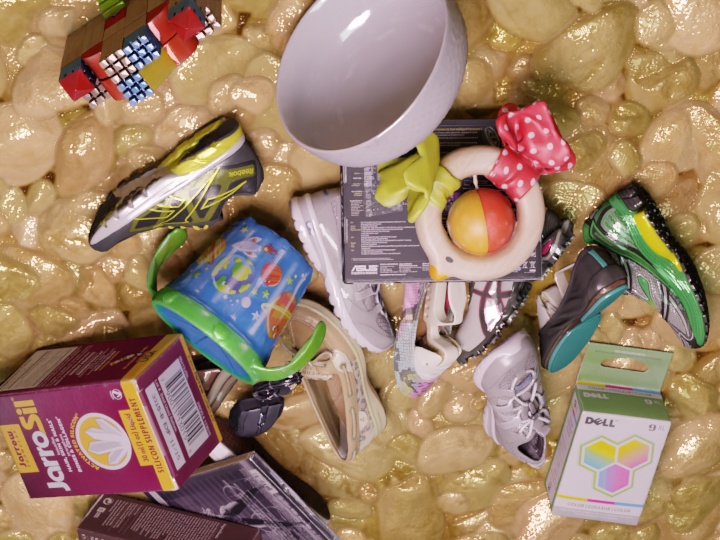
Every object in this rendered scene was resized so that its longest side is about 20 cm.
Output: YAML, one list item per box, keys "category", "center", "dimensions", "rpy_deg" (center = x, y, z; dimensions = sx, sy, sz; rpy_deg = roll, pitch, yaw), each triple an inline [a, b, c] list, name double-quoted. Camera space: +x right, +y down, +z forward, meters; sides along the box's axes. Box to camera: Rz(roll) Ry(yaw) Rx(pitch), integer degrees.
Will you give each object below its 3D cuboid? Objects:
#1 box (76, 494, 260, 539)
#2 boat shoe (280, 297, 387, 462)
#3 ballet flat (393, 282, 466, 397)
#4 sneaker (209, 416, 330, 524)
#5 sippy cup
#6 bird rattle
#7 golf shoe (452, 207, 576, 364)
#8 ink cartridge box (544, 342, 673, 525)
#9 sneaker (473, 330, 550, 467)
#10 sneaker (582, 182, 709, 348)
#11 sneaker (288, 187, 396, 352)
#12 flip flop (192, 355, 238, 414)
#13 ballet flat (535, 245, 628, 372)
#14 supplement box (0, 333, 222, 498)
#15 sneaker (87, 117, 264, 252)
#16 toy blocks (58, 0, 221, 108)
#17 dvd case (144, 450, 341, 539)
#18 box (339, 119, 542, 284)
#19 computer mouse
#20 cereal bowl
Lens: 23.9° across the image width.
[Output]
- category: "box"
  center: [-0.209, 0.325, 1.888]
  dimensions: [0.198, 0.075, 0.101]
  rpy_deg: [8, 123, 19]
- category: "boat shoe"
  center: [-0.031, 0.117, 1.810]
  dimensions: [0.073, 0.063, 0.201]
  rpy_deg: [6, 134, 43]
- category: "ballet flat"
  center: [0.077, 0.052, 1.776]
  dimensions: [0.069, 0.071, 0.202]
  rpy_deg: [-15, 119, -40]
- category: "sneaker"
  center: [-0.125, 0.245, 1.888]
  dimensions: [0.084, 0.073, 0.200]
  rpy_deg: [-38, 118, 14]
- category: "sippy cup"
  center: [-0.121, 0.023, 1.713]
  dimensions: [0.178, 0.139, 0.131]
  rpy_deg: [41, 76, -14]
- category: "bird rattle"
  center: [0.117, -0.074, 1.640]
  dimensions: [0.198, 0.113, 0.165]
  rpy_deg: [-12, 100, -18]
- category: "golf shoe"
  center: [0.142, 0.008, 1.781]
  dimensions: [0.088, 0.077, 0.201]
  rpy_deg: [35, 115, 4]
- category: "ink cartridge box"
  center: [0.280, 0.184, 1.890]
  dimensions: [0.103, 0.059, 0.202]
  rpy_deg: [8, 120, -9]
- category: "sneaker"
  center: [0.175, 0.136, 1.797]
  dimensions: [0.074, 0.082, 0.201]
  rpy_deg: [-36, 148, -13]
- category: "sneaker"
  center: [0.304, 0.003, 1.785]
  dimensions: [0.085, 0.078, 0.201]
  rpy_deg: [-29, 110, 20]
- category: "sneaker"
  center: [0.000, 0.000, 1.752]
  dimensions: [0.081, 0.075, 0.201]
  rpy_deg: [-24, 122, 6]
- category: "flip flop"
  center: [-0.160, 0.112, 1.811]
  dimensions: [0.057, 0.081, 0.200]
  rpy_deg: [40, 111, -4]
- category: "ballet flat"
  center: [0.226, 0.035, 1.785]
  dimensions: [0.068, 0.069, 0.200]
  rpy_deg: [-24, 160, -27]
- category: "supplement box"
  center: [-0.264, 0.151, 1.753]
  dimensions: [0.198, 0.103, 0.132]
  rpy_deg: [-8, 112, 31]
- category: "sneaker"
  center: [-0.183, -0.066, 1.697]
  dimensions: [0.199, 0.075, 0.085]
  rpy_deg: [-32, 115, 14]
- category: "toy blocks"
  center: [-0.204, -0.209, 1.576]
  dimensions: [0.199, 0.137, 0.100]
  rpy_deg: [-30, 119, 14]
- category: "dvd case"
  center: [-0.133, 0.269, 1.870]
  dimensions: [0.199, 0.016, 0.149]
  rpy_deg: [-22, 119, 44]
- category: "box"
  center: [0.079, -0.068, 1.688]
  dimensions: [0.198, 0.044, 0.162]
  rpy_deg: [-2, 87, -4]
- category: "computer mouse"
  center: [-0.097, 0.144, 1.788]
  dimensions: [0.058, 0.034, 0.200]
  rpy_deg: [-6, 165, -17]
- category: "cereal bowl"
  center: [0.020, -0.182, 1.586]
  dimensions: [0.199, 0.201, 0.083]
  rpy_deg: [-36, 139, 16]
